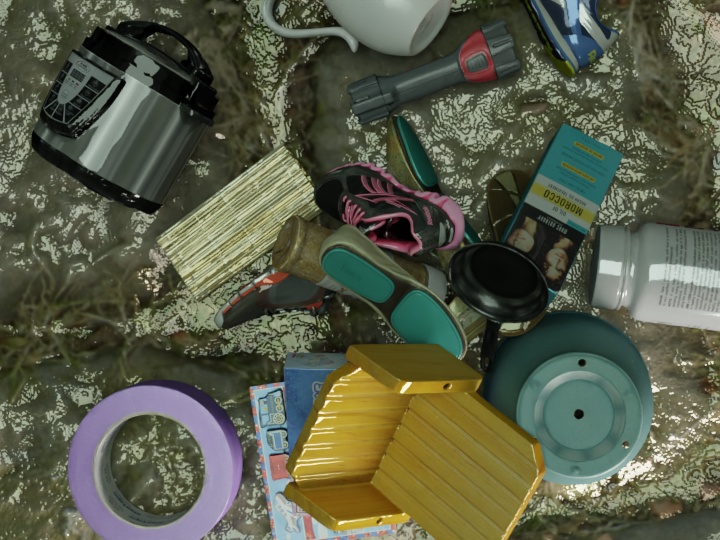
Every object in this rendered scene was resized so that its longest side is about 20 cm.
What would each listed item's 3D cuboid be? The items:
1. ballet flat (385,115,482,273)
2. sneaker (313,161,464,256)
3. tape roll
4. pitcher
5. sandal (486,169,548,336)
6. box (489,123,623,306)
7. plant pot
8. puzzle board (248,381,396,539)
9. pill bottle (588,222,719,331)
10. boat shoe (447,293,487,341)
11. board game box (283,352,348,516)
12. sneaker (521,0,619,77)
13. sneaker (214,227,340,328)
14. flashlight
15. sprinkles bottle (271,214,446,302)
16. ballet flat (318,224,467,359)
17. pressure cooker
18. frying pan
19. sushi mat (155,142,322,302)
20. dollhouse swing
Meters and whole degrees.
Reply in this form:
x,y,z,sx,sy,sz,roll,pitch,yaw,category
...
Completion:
x,y,z,sx,sy,sz,roll,pitch,yaw,category
0.070,-0.084,1.484,0.071,0.071,0.200,-32,88,5,ballet flat
0.016,-0.064,1.437,0.200,0.095,0.079,19,124,33,sneaker
-0.244,0.234,1.517,0.199,0.066,0.201,0,91,4,tape roll
-0.009,-0.315,1.467,0.200,0.121,0.172,37,111,14,pitcher
0.180,-0.018,1.472,0.080,0.054,0.201,-2,70,3,sandal
0.219,-0.063,1.433,0.082,0.049,0.200,28,67,2,box
0.235,0.151,1.409,0.199,0.188,0.201,0,92,5,plant pot
-0.046,0.227,1.523,0.150,0.017,0.201,-9,91,6,puzzle board
0.363,0.006,1.431,0.199,0.113,0.114,7,92,5,pill bottle
0.094,0.098,1.478,0.063,0.073,0.200,39,93,3,boat shoe
0.016,0.190,1.452,0.198,0.043,0.201,0,115,5,board game box
0.226,-0.327,1.460,0.082,0.074,0.201,-27,96,3,sneaker
-0.078,0.027,1.494,0.200,0.077,0.082,-31,95,6,sneaker
0.084,-0.228,1.476,0.199,0.068,0.068,-19,61,7,flashlight
0.000,0.000,1.444,0.199,0.068,0.068,21,93,-24,sprinkles bottle
0.041,0.022,1.388,0.200,0.069,0.070,41,95,-13,ballet flat
-0.263,-0.188,1.458,0.176,0.179,0.200,31,94,-11,pressure cooker
0.162,0.038,1.386,0.115,0.031,0.190,1,132,32,frying pan
-0.143,-0.058,1.527,0.200,0.012,0.096,-36,87,5,sushi mat
0.056,0.209,1.326,0.176,0.181,0.200,47,122,39,dollhouse swing
